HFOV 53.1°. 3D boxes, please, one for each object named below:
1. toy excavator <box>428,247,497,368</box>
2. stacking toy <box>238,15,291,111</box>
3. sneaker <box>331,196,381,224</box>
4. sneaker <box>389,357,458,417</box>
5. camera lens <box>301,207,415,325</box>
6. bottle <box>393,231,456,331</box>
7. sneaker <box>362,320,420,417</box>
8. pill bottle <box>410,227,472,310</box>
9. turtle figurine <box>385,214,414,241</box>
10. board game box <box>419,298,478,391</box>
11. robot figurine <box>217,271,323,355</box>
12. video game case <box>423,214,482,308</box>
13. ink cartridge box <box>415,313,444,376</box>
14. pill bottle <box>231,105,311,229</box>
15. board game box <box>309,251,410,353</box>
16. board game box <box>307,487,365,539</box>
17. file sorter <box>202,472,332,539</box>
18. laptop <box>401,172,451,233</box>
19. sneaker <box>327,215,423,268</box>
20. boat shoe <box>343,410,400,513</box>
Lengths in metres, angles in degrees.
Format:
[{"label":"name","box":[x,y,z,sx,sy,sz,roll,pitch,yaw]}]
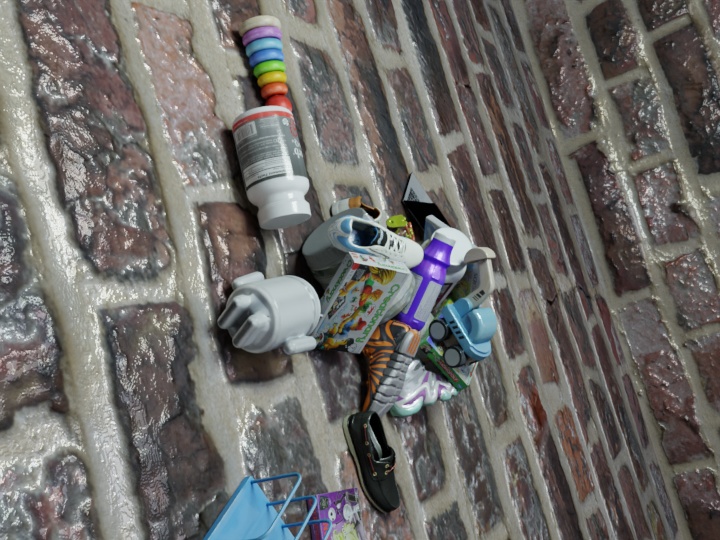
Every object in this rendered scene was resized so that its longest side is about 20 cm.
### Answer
[{"label":"toy excavator","box":[0.236,0.078,1.497,0.100,0.200,0.195,-1,56,-52]},{"label":"stacking toy","box":[-0.180,-0.391,1.422,0.085,0.085,0.201,-9,87,-58]},{"label":"sneaker","box":[0.025,-0.081,1.557,0.200,0.084,0.073,47,37,-37]},{"label":"sneaker","box":[0.129,0.214,1.522,0.199,0.078,0.141,-15,89,-42]},{"label":"camera lens","box":[0.000,0.000,1.401,0.200,0.159,0.160,54,35,-24]},{"label":"bottle","box":[0.132,0.021,1.466,0.065,0.084,0.201,23,93,-19]},{"label":"sneaker","box":[0.033,0.192,1.432,0.201,0.112,0.078,-63,149,-7]},{"label":"pill bottle","box":[0.166,-0.001,1.600,0.114,0.200,0.115,9,56,-13]},{"label":"turtle figurine","box":[0.075,-0.050,1.544,0.161,0.064,0.201,84,21,-62]},{"label":"board game box","box":[0.207,0.160,1.593,0.135,0.029,0.200,48,32,-5]},{"label":"robot figurine","box":[-0.142,0.069,1.187,0.170,0.113,0.200,52,29,16]},{"label":"video game case","box":[0.212,-0.006,1.659,0.022,0.200,0.183,-22,133,-28]},{"label":"ink cartridge box","box":[0.126,0.150,1.602,0.200,0.067,0.117,50,37,-31]},{"label":"pill bottle","box":[-0.157,-0.183,1.300,0.116,0.115,0.201,-1,74,-57]},{"label":"board game box","box":[-0.012,0.062,1.297,0.126,0.200,0.035,10,33,-35]},{"label":"board game box","box":[-0.032,0.477,1.219,0.120,0.032,0.201,10,65,-50]},{"label":"file sorter","box":[-0.106,0.414,1.048,0.201,0.122,0.139,60,32,-16]},{"label":"laptop","box":[0.203,-0.142,1.835,0.187,0.116,0.200,52,36,-28]},{"label":"sneaker","box":[0.037,-0.046,1.285,0.199,0.072,0.072,16,76,-32]},{"label":"boat shoe","box":[0.032,0.360,1.351,0.074,0.063,0.202,-27,98,-60]}]
